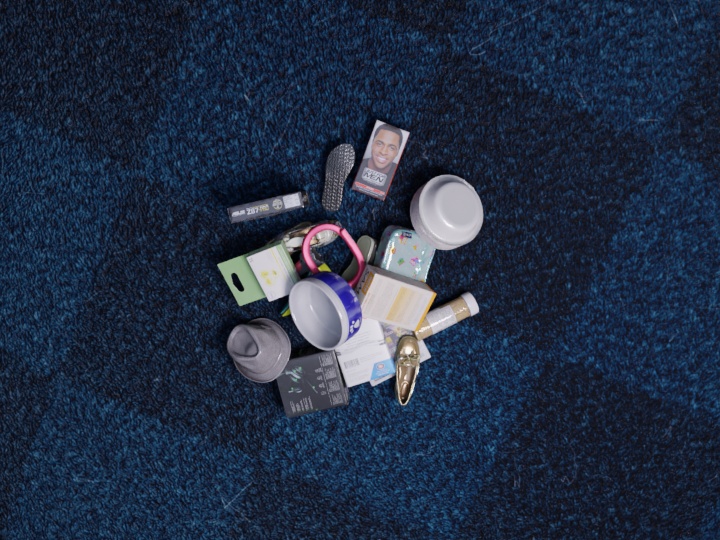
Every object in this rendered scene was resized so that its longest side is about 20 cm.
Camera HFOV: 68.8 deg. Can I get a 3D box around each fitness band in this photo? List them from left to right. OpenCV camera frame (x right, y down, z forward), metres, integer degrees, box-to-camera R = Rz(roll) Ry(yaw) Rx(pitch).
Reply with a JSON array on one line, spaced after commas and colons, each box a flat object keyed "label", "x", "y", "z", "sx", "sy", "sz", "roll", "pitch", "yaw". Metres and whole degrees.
[{"label": "fitness band", "x": -0.075, "y": -0.036, "z": 1.445, "sx": 0.144, "sy": 0.037, "sz": 0.200, "roll": -35, "pitch": 107, "yaw": -5}]

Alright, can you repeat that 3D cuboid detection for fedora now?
[{"label": "fedora", "x": -0.305, "y": 0.217, "z": 1.492, "sx": 0.200, "sy": 0.090, "sz": 0.177, "roll": 34, "pitch": 89, "yaw": 34}]

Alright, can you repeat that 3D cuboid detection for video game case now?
[{"label": "video game case", "x": 0.081, "y": 0.223, "z": 1.571, "sx": 0.200, "sy": 0.023, "sz": 0.182, "roll": -27, "pitch": 97, "yaw": 5}]

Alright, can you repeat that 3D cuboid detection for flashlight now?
[{"label": "flashlight", "x": -0.205, "y": 0.000, "z": 1.495, "sx": 0.200, "sy": 0.068, "sz": 0.068, "roll": -33, "pitch": 71, "yaw": 18}]

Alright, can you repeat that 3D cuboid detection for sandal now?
[{"label": "sandal", "x": -0.214, "y": -0.072, "z": 1.516, "sx": 0.200, "sy": 0.054, "sz": 0.080, "roll": -36, "pitch": 96, "yaw": 5}, {"label": "sandal", "x": -0.069, "y": -0.268, "z": 1.498, "sx": 0.075, "sy": 0.048, "sz": 0.201, "roll": 17, "pitch": 110, "yaw": -3}]

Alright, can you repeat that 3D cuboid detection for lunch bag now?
[{"label": "lunch bag", "x": 0.125, "y": -0.025, "z": 1.492, "sx": 0.160, "sy": 0.077, "sz": 0.200, "roll": 13, "pitch": 100, "yaw": -23}]

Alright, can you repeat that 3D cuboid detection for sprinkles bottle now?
[{"label": "sprinkles bottle", "x": 0.240, "y": 0.134, "z": 1.522, "sx": 0.200, "sy": 0.068, "sz": 0.068, "roll": -26, "pitch": 97, "yaw": -4}]

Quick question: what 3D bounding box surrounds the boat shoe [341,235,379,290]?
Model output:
[{"label": "boat shoe", "x": 0.000, "y": 0.000, "z": 1.518, "sx": 0.072, "sy": 0.061, "sz": 0.201, "roll": 29, "pitch": 99, "yaw": 35}]

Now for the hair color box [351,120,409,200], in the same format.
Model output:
[{"label": "hair color box", "x": 0.055, "y": -0.307, "z": 1.479, "sx": 0.101, "sy": 0.061, "sz": 0.200, "roll": 20, "pitch": 97, "yaw": -1}]

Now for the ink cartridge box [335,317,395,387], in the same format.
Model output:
[{"label": "ink cartridge box", "x": 0.002, "y": 0.213, "z": 1.514, "sx": 0.146, "sy": 0.086, "sz": 0.200, "roll": -18, "pitch": 93, "yaw": 4}]

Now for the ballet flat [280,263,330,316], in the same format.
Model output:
[{"label": "ballet flat", "x": -0.154, "y": 0.064, "z": 1.531, "sx": 0.067, "sy": 0.067, "sz": 0.200, "roll": 34, "pitch": 95, "yaw": -12}]

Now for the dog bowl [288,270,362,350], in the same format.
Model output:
[{"label": "dog bowl", "x": -0.094, "y": 0.105, "z": 1.387, "sx": 0.200, "sy": 0.079, "sz": 0.200, "roll": 23, "pitch": 126, "yaw": 35}]

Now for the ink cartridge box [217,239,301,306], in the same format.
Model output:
[{"label": "ink cartridge box", "x": -0.278, "y": 0.017, "z": 1.446, "sx": 0.200, "sy": 0.048, "sz": 0.146, "roll": -20, "pitch": 112, "yaw": 6}]

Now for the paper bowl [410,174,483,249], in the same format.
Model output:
[{"label": "paper bowl", "x": 0.245, "y": -0.163, "z": 1.440, "sx": 0.200, "sy": 0.104, "sz": 0.201, "roll": 3, "pitch": 80, "yaw": -18}]

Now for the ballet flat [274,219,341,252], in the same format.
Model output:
[{"label": "ballet flat", "x": -0.140, "y": -0.092, "z": 1.476, "sx": 0.200, "sy": 0.072, "sz": 0.072, "roll": -17, "pitch": 98, "yaw": -14}]

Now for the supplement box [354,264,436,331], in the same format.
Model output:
[{"label": "supplement box", "x": 0.087, "y": 0.076, "z": 1.428, "sx": 0.200, "sy": 0.074, "sz": 0.126, "roll": 19, "pitch": 106, "yaw": -25}]

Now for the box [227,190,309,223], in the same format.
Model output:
[{"label": "box", "x": -0.247, "y": -0.176, "z": 1.448, "sx": 0.200, "sy": 0.161, "sz": 0.049, "roll": -13, "pitch": 97, "yaw": 3}]

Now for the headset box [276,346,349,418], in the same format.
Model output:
[{"label": "headset box", "x": -0.150, "y": 0.322, "z": 1.549, "sx": 0.200, "sy": 0.093, "sz": 0.174, "roll": -14, "pitch": 98, "yaw": 3}]

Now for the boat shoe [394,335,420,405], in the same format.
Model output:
[{"label": "boat shoe", "x": 0.138, "y": 0.292, "z": 1.536, "sx": 0.073, "sy": 0.063, "sz": 0.200, "roll": 2, "pitch": 98, "yaw": 1}]
